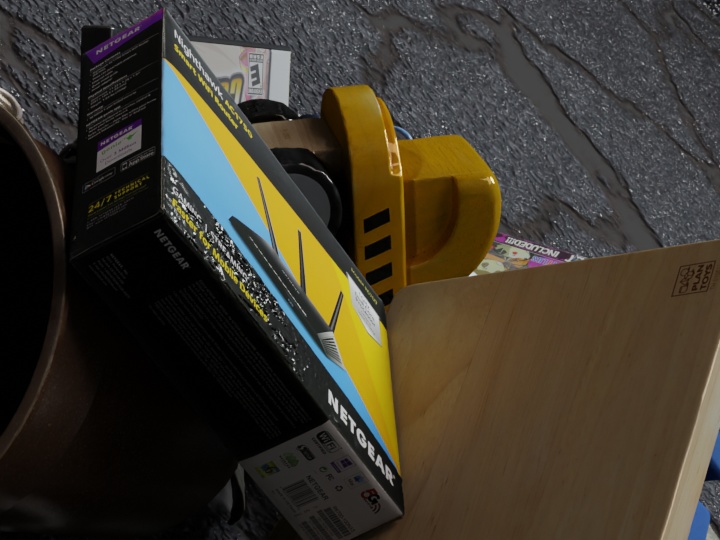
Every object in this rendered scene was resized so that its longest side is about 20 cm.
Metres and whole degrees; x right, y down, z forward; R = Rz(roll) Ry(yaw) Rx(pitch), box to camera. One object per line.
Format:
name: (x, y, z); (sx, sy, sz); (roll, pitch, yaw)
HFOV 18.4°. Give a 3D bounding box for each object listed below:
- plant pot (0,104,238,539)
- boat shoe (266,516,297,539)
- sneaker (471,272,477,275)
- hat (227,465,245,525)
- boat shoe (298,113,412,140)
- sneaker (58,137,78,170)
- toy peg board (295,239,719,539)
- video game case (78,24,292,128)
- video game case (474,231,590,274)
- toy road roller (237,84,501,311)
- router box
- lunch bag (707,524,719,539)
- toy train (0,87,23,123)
plant pot: (-0.155, 0.035, 1.014); (0.198, 0.200, 0.201); (22, 30, -57)
boat shoe: (0.035, 0.119, 1.173); (0.073, 0.200, 0.063); (56, 20, 17)
sneaker: (0.035, 0.092, 1.263); (0.070, 0.201, 0.073); (21, -21, 14)
hat: (-0.108, 0.039, 1.174); (0.080, 0.202, 0.201); (-6, 36, -5)
boat shoe: (-0.002, -0.065, 1.384); (0.083, 0.069, 0.200); (8, 3, 5)
sneaker: (-0.146, -0.083, 1.306); (0.075, 0.116, 0.200); (19, 12, 13)
toy peg board: (0.087, 0.103, 0.999); (0.098, 0.198, 0.201); (49, 49, -34)
video game case: (-0.101, -0.045, 1.298); (0.025, 0.182, 0.200); (4, 4, 27)
video game case: (0.108, 0.057, 1.357); (0.199, 0.036, 0.181); (18, 45, 23)
toy road roller: (0.000, 0.000, 1.205); (0.145, 0.202, 0.123); (-6, 21, -9)
router box: (-0.052, 0.005, 0.977); (0.200, 0.051, 0.150); (54, 19, -35)
lunch bag: (0.116, 0.153, 1.370); (0.199, 0.118, 0.164); (19, 30, -35)
toy train: (-0.265, -0.073, 1.185); (0.150, 0.056, 0.200); (44, 25, -4)
